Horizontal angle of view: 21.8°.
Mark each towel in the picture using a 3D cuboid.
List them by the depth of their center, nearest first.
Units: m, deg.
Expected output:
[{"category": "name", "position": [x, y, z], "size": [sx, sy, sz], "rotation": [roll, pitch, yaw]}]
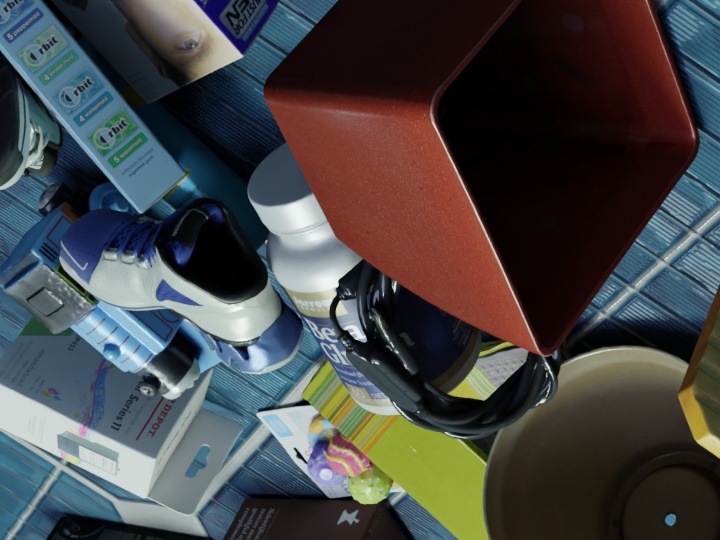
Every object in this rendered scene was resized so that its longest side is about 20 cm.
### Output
[{"category": "towel", "position": [0.136, 0.125, 1.475], "size": [0.144, 0.023, 0.200], "rotation": [-12, 127, 40]}, {"category": "towel", "position": [0.045, 0.140, 1.505], "size": [0.200, 0.018, 0.086], "rotation": [42, 130, 4]}]

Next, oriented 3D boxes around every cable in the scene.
[{"category": "cable", "position": [0.074, 0.031, 1.311], "size": [0.200, 0.163, 0.051], "rotation": [42, 169, -33]}]

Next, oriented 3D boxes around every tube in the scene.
[{"category": "tube", "position": [-0.148, -0.088, 1.398], "size": [0.200, 0.050, 0.077], "rotation": [42, 127, -8]}]

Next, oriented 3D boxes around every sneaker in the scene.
[{"category": "sneaker", "position": [-0.131, -0.014, 1.351], "size": [0.199, 0.081, 0.115], "rotation": [26, 149, 27]}, {"category": "sneaker", "position": [-0.250, -0.101, 1.363], "size": [0.076, 0.201, 0.115], "rotation": [-40, 128, 8]}]

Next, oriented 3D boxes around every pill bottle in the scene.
[{"category": "pill bottle", "position": [0.000, 0.000, 1.345], "size": [0.111, 0.111, 0.200], "rotation": [-4, 132, 36]}]

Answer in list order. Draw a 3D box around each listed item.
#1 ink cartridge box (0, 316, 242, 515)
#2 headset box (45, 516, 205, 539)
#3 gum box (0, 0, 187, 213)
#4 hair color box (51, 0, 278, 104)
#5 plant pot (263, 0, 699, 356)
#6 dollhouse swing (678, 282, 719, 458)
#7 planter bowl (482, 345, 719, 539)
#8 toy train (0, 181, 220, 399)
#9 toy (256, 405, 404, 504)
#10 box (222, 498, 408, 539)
[{"category": "ink cartridge box", "position": [-0.206, 0.113, 1.600], "size": [0.200, 0.117, 0.067], "rotation": [25, 140, 5]}, {"category": "headset box", "position": [-0.212, 0.348, 1.892], "size": [0.200, 0.093, 0.174], "rotation": [4, 136, 28]}, {"category": "gum box", "position": [-0.202, -0.131, 1.278], "size": [0.200, 0.045, 0.170], "rotation": [50, 176, -8]}, {"category": "hair color box", "position": [-0.163, -0.214, 1.244], "size": [0.109, 0.065, 0.200], "rotation": [-20, 123, 44]}, {"category": "plant pot", "position": [0.063, -0.097, 1.146], "size": [0.176, 0.200, 0.200], "rotation": [12, 141, 41]}, {"category": "dollhouse swing", "position": [0.329, 0.062, 1.136], "size": [0.176, 0.200, 0.182], "rotation": [45, 140, -18]}, {"category": "planter bowl", "position": [0.208, 0.169, 1.365], "size": [0.200, 0.200, 0.135], "rotation": [-1, 160, 33]}, {"category": "toy train", "position": [-0.188, 0.019, 1.483], "size": [0.200, 0.114, 0.087], "rotation": [43, 141, -17]}, {"category": "toy", "position": [0.005, 0.162, 1.580], "size": [0.200, 0.047, 0.115], "rotation": [-14, 124, 41]}, {"category": "box", "position": [-0.031, 0.333, 1.700], "size": [0.164, 0.166, 0.200], "rotation": [-4, 132, 36]}]
